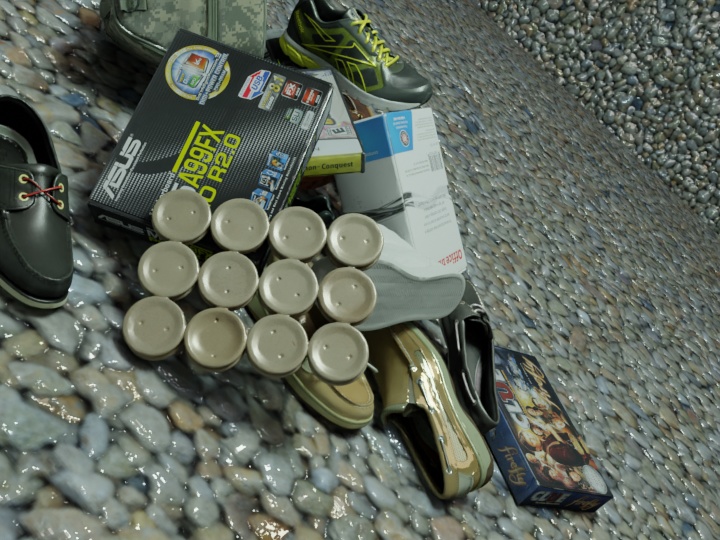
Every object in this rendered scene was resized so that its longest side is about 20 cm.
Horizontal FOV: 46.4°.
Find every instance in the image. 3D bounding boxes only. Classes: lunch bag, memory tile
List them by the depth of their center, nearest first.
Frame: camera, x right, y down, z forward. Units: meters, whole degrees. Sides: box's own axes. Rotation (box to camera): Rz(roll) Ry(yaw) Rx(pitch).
[{"bbox_3d":[-0.084,0.013,0.692,0.198,0.017,0.154,8,66,-3],"label":"memory tile"},{"bbox_3d":[-0.204,-0.293,0.947,0.166,0.140,0.200,-1,12,-19],"label":"lunch bag"}]

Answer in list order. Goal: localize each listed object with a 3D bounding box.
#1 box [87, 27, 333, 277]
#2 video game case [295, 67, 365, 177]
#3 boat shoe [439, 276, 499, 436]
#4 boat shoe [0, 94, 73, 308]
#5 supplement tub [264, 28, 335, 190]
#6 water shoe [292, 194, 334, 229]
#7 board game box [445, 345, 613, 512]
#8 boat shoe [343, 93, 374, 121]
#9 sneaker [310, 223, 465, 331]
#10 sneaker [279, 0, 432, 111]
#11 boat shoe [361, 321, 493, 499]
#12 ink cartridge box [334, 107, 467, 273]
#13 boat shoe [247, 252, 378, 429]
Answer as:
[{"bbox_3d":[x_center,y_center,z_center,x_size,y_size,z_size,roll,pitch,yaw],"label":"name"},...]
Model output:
[{"bbox_3d":[-0.131,-0.109,0.769,0.159,0.044,0.201,21,67,1],"label":"box"},{"bbox_3d":[-0.101,-0.157,0.881,0.179,0.026,0.201,-6,39,-10],"label":"video game case"},{"bbox_3d":[0.123,0.087,0.898,0.067,0.057,0.201,30,49,-31],"label":"boat shoe"},{"bbox_3d":[-0.270,-0.059,0.668,0.073,0.063,0.202,11,41,-47],"label":"boat shoe"},{"bbox_3d":[-0.086,-0.199,1.043,0.122,0.123,0.201,19,35,-36],"label":"supplement tub"},{"bbox_3d":[-0.120,-0.083,0.874,0.199,0.079,0.072,23,32,-30],"label":"water shoe"},{"bbox_3d":[0.188,0.172,0.946,0.135,0.035,0.201,17,36,-38],"label":"board game box"},{"bbox_3d":[-0.015,-0.185,1.168,0.070,0.070,0.201,23,32,-38],"label":"boat shoe"},{"bbox_3d":[0.000,0.000,0.818,0.199,0.074,0.115,7,22,-48],"label":"sneaker"},{"bbox_3d":[-0.003,-0.256,0.983,0.199,0.085,0.075,27,39,7],"label":"sneaker"},{"bbox_3d":[0.049,0.125,0.807,0.076,0.072,0.200,-9,54,-42],"label":"boat shoe"},{"bbox_3d":[0.045,-0.079,0.976,0.146,0.085,0.202,-26,105,-62],"label":"ink cartridge box"},{"bbox_3d":[-0.046,0.056,0.784,0.200,0.063,0.073,53,29,20],"label":"boat shoe"}]
